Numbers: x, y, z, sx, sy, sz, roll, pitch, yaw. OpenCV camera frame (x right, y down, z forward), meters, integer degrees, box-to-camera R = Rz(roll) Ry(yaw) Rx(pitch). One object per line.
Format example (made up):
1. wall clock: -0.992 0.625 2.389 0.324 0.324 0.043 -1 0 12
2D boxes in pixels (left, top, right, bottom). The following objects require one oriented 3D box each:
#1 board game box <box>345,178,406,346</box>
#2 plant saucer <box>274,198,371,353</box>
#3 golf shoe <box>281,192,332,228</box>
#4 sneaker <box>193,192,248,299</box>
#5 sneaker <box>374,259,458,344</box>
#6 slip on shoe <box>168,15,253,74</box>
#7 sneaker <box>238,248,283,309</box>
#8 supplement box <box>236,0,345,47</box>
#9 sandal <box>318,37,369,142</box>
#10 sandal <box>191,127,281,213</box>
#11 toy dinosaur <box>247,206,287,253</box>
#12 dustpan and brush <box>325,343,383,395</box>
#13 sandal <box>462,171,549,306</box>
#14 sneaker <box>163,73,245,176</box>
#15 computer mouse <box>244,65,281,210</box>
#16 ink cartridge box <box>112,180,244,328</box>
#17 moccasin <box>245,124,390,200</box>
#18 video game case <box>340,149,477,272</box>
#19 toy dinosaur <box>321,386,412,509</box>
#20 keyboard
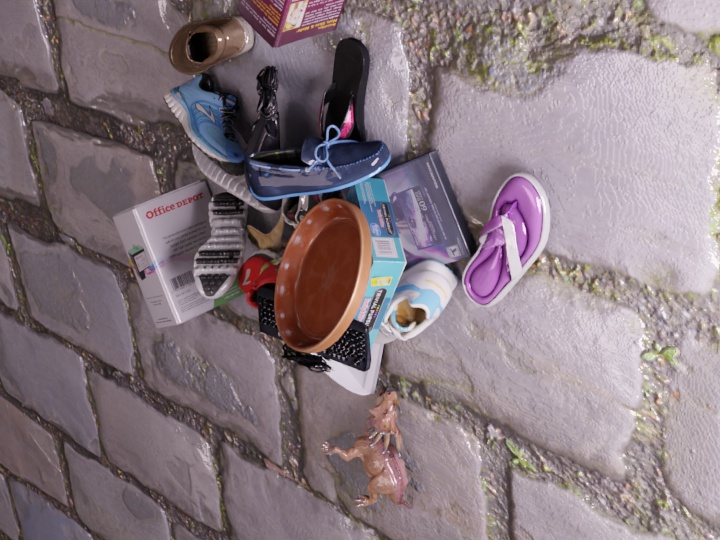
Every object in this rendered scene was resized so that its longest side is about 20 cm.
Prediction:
1. board game box: 0.000 0.000 1.558 0.200 0.047 0.151 110 156 -45
2. plant saucer: -0.045 0.008 1.488 0.200 0.032 0.201 -30 53 48
3. golf shoe: -0.072 -0.072 1.655 0.077 0.088 0.201 9 119 45
4. sneaker: -0.206 -0.027 1.786 0.075 0.200 0.081 5 138 5
5. sneaker: 0.050 0.056 1.575 0.076 0.081 0.200 38 144 -7
6. slip on shoe: -0.236 -0.329 1.719 0.200 0.060 0.076 2 111 49
7. sneaker: -0.135 0.020 1.676 0.200 0.085 0.077 1 122 58
8. supplement box: -0.069 -0.388 1.446 0.086 0.110 0.200 47 140 22
9. sandal: -0.028 -0.212 1.553 0.075 0.045 0.201 32 132 33
10. sandal: -0.184 -0.151 1.768 0.203 0.082 0.050 47 -178 24
11. toy dinosaur: -0.129 -0.034 1.733 0.101 0.058 0.200 46 164 -9
12. dustpan and brush: -0.059 0.096 1.757 0.200 0.057 0.140 37 136 31
13. sandal: 0.171 -0.026 1.407 0.082 0.050 0.203 40 135 24
14. sneaker: -0.215 -0.224 1.727 0.200 0.090 0.078 53 -174 29
15. computer mouse: -0.139 -0.178 1.643 0.139 0.053 0.201 -97 7 -59
16. ink cartridge box: -0.293 -0.027 1.894 0.084 0.145 0.201 -10 103 52
17. moccasin: -0.062 -0.141 1.527 0.199 0.081 0.068 -13 119 15
18. video game case: 0.060 -0.068 1.556 0.200 0.019 0.143 -16 98 52
19. toy dinosaur: 0.036 0.286 1.743 0.135 0.086 0.200 -18 102 46
20. keyboard: -0.070 0.094 1.561 0.200 0.040 0.104 18 126 38
